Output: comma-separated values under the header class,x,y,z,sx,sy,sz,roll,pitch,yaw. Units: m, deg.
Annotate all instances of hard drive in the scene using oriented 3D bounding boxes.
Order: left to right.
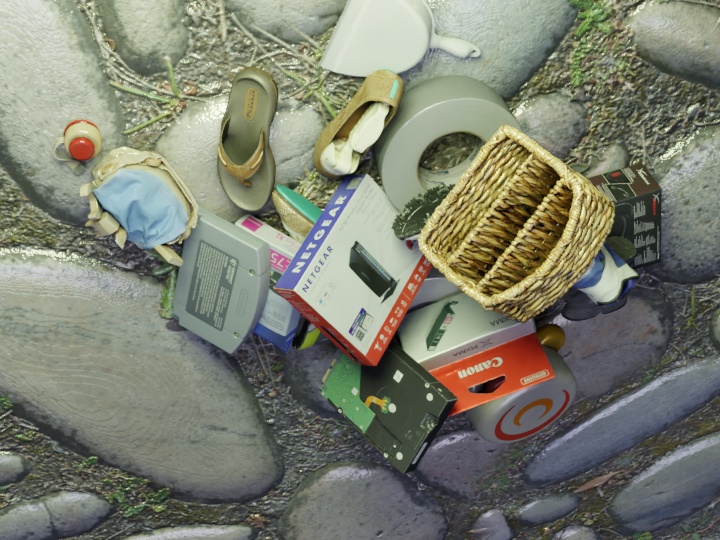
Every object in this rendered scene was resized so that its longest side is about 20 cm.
class,x,y,z,sx,sy,sz,roll,pitch,yaw
hard drive,0.036,0.184,1.355,0.038,0.200,0.140,1,122,-54

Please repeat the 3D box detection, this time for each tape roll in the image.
class,x,y,z,sx,sy,sz,roll,pitch,yaw
tape roll,0.103,0.078,1.458,0.202,0.037,0.203,-7,130,-8
tape roll,0.120,-0.161,1.242,0.200,0.066,0.201,-7,130,-8

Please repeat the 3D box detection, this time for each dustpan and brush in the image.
class,x,y,z,sx,sy,sz,roll,pitch,yaw
dustpan and brush,0.063,-0.289,1.138,0.200,0.057,0.140,16,136,-17

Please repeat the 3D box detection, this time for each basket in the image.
class,x,y,z,sx,sy,sz,roll,pitch,yaw
basket,0.194,-0.049,1.128,0.149,0.143,0.200,28,108,-33

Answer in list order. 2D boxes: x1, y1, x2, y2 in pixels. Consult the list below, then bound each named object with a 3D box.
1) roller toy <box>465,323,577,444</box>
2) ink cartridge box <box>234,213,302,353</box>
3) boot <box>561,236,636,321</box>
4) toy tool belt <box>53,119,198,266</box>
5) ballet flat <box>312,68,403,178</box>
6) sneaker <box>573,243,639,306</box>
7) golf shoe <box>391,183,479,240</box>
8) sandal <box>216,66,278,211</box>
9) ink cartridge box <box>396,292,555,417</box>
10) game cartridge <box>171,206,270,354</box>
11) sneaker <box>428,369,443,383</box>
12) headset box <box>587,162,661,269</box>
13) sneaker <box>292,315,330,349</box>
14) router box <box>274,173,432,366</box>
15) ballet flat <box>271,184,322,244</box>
class,x,y,z,sx,sy,sz,roll,pitch,yaw
roller toy,0.249,0.181,1.505,0.182,0.140,0.200,-14,141,-19
ink cartridge box,-0.140,0.029,1.316,0.119,0.042,0.200,29,131,15
boot,0.309,0.027,1.347,0.200,0.070,0.132,-6,135,-3
toy tool belt,-0.297,-0.095,1.160,0.125,0.123,0.200,-34,128,15
ballet flat,-0.007,-0.170,1.173,0.068,0.072,0.200,23,135,-23
sneaker,0.307,-0.012,1.226,0.115,0.200,0.081,39,114,-21
golf shoe,0.143,-0.076,1.226,0.200,0.078,0.095,-25,131,9
sandal,-0.147,-0.161,1.169,0.082,0.055,0.200,18,126,4
ink cartridge box,0.167,0.114,1.362,0.200,0.174,0.044,-21,139,4
game cartridge,-0.196,0.020,1.293,0.133,0.042,0.200,26,126,9
sneaker,0.062,0.148,1.449,0.200,0.113,0.071,7,138,21
headset box,0.345,-0.060,1.374,0.200,0.075,0.149,-17,131,0
sneaker,-0.040,0.053,1.372,0.081,0.074,0.200,-2,152,-28
router box,0.000,0.000,1.259,0.179,0.049,0.200,44,65,-32
ballet flat,-0.058,-0.052,1.288,0.200,0.071,0.065,29,114,-30
